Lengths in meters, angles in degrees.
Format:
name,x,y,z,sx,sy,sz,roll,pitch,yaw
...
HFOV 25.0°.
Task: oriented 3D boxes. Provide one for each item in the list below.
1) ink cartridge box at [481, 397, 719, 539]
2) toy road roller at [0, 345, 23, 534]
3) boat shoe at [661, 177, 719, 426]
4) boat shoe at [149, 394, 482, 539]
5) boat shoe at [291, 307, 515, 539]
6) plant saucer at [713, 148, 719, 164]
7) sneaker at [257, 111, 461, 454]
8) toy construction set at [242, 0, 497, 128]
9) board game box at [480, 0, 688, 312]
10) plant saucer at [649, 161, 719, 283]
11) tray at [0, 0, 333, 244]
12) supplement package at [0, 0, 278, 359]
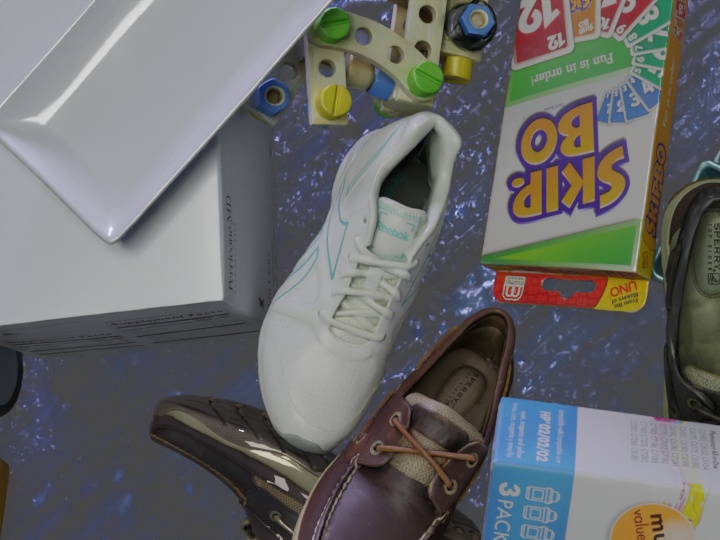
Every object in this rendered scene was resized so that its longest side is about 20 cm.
name,x,y,z,sx,sy,sz,roll,pitch,yaw
ink cartridge box,0.159,0.139,0.796,0.200,0.068,0.115,7,115,6
toy road roller,-0.282,0.102,0.914,0.123,0.146,0.200,1,79,15
boat shoe,0.186,0.053,0.829,0.072,0.066,0.201,-6,92,15
boat shoe,-0.033,0.132,0.880,0.200,0.074,0.073,26,96,16
boat shoe,0.029,0.090,0.821,0.072,0.072,0.200,31,46,12
plant saucer,0.293,-0.040,0.865,0.200,0.019,0.070,29,88,18
sneaker,0.000,0.000,0.872,0.070,0.080,0.201,23,70,-12
toy construction set,0.015,-0.169,0.907,0.131,0.092,0.200,10,95,-15
board game box,0.124,-0.078,0.898,0.095,0.030,0.200,3,81,34
plant saucer,0.254,0.017,0.849,0.200,0.019,0.070,29,102,17
tray,-0.097,-0.117,0.861,0.107,0.022,0.200,42,91,17
supplement package,-0.137,-0.061,0.929,0.155,0.111,0.200,-6,78,13
